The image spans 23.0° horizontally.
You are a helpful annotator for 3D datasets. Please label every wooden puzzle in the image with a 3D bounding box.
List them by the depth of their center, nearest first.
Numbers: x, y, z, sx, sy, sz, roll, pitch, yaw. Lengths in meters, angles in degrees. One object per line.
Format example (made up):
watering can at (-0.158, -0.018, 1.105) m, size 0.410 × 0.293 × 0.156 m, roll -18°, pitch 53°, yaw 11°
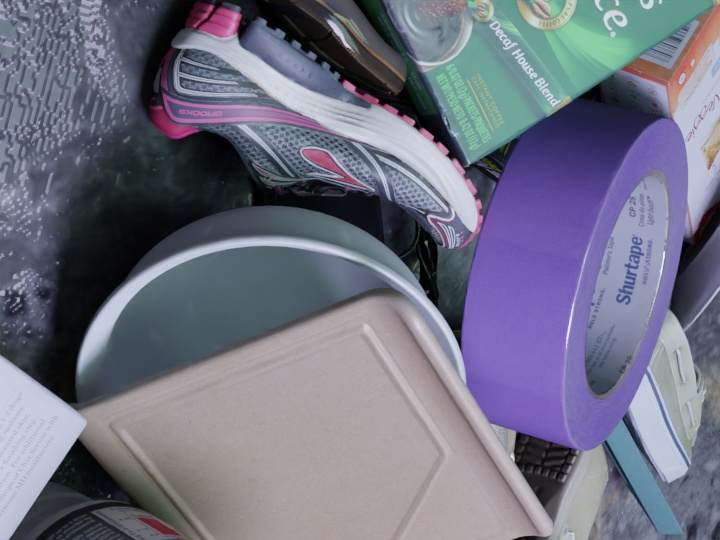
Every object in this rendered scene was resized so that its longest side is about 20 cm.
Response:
wooden puzzle at (-0.025, 0.098, 0.907) m, size 0.185 × 0.200 × 0.037 m, roll 57°, pitch 24°, yaw -35°

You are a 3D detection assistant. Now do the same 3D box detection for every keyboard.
keyboard at (0.000, 0.000, 1.045) m, size 0.127 × 0.021 × 0.200 m, roll -23°, pitch 121°, yaw -31°

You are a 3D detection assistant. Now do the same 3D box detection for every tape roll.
tape roll at (0.130, 0.002, 1.045) m, size 0.200 × 0.066 × 0.200 m, roll -42°, pitch 139°, yaw -50°

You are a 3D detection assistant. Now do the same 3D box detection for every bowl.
bowl at (-0.045, 0.037, 0.933) m, size 0.090 × 0.201 × 0.201 m, roll -90°, pitch 161°, yaw -51°

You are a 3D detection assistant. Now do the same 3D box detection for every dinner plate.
dinner plate at (0.259, -0.043, 1.210) m, size 0.200 × 0.024 × 0.200 m, roll -57°, pitch 177°, yaw -4°

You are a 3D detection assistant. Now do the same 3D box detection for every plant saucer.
plant saucer at (0.173, 0.109, 1.227) m, size 0.019 × 0.070 × 0.200 m, roll -31°, pitch 130°, yaw 1°

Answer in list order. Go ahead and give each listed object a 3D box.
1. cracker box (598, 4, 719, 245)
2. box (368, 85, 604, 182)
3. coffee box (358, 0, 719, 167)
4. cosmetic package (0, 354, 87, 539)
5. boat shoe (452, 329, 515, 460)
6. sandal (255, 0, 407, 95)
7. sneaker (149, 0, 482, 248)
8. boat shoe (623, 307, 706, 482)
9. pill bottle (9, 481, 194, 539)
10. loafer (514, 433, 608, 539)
cracker box at (0.217, -0.123, 1.143) m, size 0.134 × 0.058 × 0.200 m, roll -57°, pitch 153°, yaw -16°
box at (0.106, -0.160, 1.072) m, size 0.160 × 0.044 × 0.200 m, roll 29°, pitch 84°, yaw -46°
coffee box at (0.104, -0.160, 0.991) m, size 0.200 × 0.044 × 0.123 m, roll -32°, pitch 106°, yaw -16°
cosmetic package at (-0.229, 0.053, 0.800) m, size 0.102 × 0.071 × 0.200 m, roll -56°, pitch 135°, yaw -13°
boat shoe at (0.068, 0.129, 1.124) m, size 0.065 × 0.072 × 0.200 m, roll -17°, pitch 117°, yaw -50°
sandal at (-0.032, -0.160, 0.901) m, size 0.200 × 0.082 × 0.055 m, roll 41°, pitch 79°, yaw -40°
sneaker at (-0.022, -0.066, 0.946) m, size 0.200 × 0.081 × 0.075 m, roll 31°, pitch 90°, yaw -22°
boat shoe at (0.207, 0.088, 1.211) m, size 0.062 × 0.072 × 0.200 m, roll -34°, pitch 150°, yaw 1°
pill bottle at (-0.112, 0.181, 0.870) m, size 0.116 × 0.200 × 0.117 m, roll -18°, pitch 117°, yaw -39°
loafer at (0.115, 0.191, 1.188) m, size 0.068 × 0.076 × 0.200 m, roll 39°, pitch 76°, yaw -39°
